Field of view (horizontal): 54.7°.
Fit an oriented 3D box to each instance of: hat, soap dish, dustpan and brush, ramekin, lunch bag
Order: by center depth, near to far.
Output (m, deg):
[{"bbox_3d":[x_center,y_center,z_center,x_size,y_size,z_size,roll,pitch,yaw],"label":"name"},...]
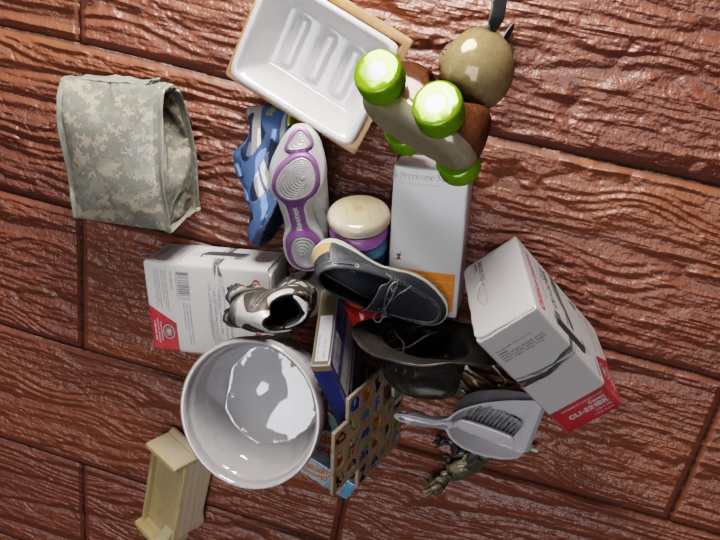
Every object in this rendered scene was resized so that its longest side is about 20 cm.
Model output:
[{"bbox_3d":[-0.052,-0.269,0.876,0.198,0.081,0.159,31,116,1],"label":"soap dish"},{"bbox_3d":[0.083,0.121,0.914,0.197,0.201,0.082,7,104,12],"label":"hat"},{"bbox_3d":[-0.136,0.184,0.957,0.196,0.105,0.204,1,95,12],"label":"ramekin"},{"bbox_3d":[-0.320,-0.172,0.968,0.161,0.118,0.203,8,118,12],"label":"lunch bag"},{"bbox_3d":[0.147,0.212,0.970,0.197,0.058,0.141,15,134,11],"label":"dustpan and brush"}]

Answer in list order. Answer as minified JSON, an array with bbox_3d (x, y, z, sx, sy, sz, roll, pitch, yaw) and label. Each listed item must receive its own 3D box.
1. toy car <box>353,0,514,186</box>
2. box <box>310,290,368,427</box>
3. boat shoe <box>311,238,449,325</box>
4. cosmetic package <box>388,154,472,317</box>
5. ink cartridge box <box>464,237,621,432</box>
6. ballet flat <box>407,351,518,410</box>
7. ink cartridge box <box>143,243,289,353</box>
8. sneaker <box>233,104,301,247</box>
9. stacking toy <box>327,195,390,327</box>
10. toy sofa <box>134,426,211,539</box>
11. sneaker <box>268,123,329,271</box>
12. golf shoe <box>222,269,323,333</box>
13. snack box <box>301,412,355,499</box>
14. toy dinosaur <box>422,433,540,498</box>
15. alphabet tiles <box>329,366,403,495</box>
[{"bbox_3d":[0.111,-0.229,0.796,0.157,0.164,0.201,34,87,22],"label":"toy car"},{"bbox_3d":[-0.025,0.138,0.972,0.032,0.122,0.201,-6,138,13],"label":"box"},{"bbox_3d":[0.025,0.027,0.894,0.198,0.063,0.075,27,124,-15],"label":"boat shoe"},{"bbox_3d":[0.093,-0.047,0.934,0.100,0.071,0.203,6,113,12],"label":"cosmetic package"},{"bbox_3d":[0.225,0.080,0.873,0.083,0.145,0.200,-35,118,24],"label":"ink cartridge box"},{"bbox_3d":[0.144,0.139,1.006,0.198,0.068,0.073,31,96,1],"label":"ballet flat"},{"bbox_3d":[-0.210,0.045,1.045,0.196,0.084,0.147,5,112,13],"label":"ink cartridge box"},{"bbox_3d":[-0.134,-0.133,0.962,0.081,0.074,0.203,17,108,10],"label":"sneaker"},{"bbox_3d":[0.000,0.000,0.968,0.084,0.086,0.202,8,129,11],"label":"stacking toy"},{"bbox_3d":[-0.326,0.380,1.223,0.082,0.097,0.203,30,119,29],"label":"toy sofa"},{"bbox_3d":[-0.079,-0.104,0.933,0.073,0.100,0.203,2,122,2],"label":"sneaker"},{"bbox_3d":[-0.088,0.050,0.950,0.094,0.198,0.079,18,114,40],"label":"golf shoe"},{"bbox_3d":[-0.084,0.256,1.079,0.198,0.116,0.037,31,116,0],"label":"snack box"},{"bbox_3d":[0.165,0.283,1.064,0.198,0.048,0.088,-30,116,23],"label":"toy dinosaur"},{"bbox_3d":[0.013,0.226,0.999,0.007,0.199,0.170,15,116,28],"label":"alphabet tiles"}]
